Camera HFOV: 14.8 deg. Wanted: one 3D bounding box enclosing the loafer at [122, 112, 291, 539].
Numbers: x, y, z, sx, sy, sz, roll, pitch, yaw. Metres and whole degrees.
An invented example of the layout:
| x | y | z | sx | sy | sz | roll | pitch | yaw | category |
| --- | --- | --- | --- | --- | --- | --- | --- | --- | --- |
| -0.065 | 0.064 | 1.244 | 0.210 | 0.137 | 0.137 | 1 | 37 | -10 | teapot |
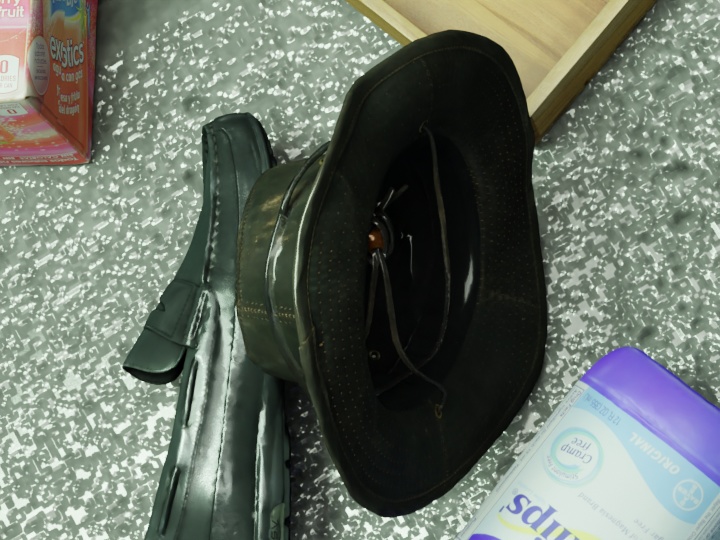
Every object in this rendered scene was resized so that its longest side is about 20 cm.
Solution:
| x | y | z | sx | sy | sz | roll | pitch | yaw | category |
| --- | --- | --- | --- | --- | --- | --- | --- | --- | --- |
| -0.063 | 0.033 | 1.144 | 0.070 | 0.068 | 0.202 | 1 | 79 | -3 | loafer |

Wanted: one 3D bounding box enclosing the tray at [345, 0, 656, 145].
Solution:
| x | y | z | sx | sy | sz | roll | pitch | yaw | category |
| --- | --- | --- | --- | --- | --- | --- | --- | --- | --- |
| 0.028 | -0.152 | 1.191 | 0.200 | 0.037 | 0.099 | 40 | 87 | 17 | tray |

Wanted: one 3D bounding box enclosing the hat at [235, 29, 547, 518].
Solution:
| x | y | z | sx | sy | sz | roll | pitch | yaw | category |
| --- | --- | --- | --- | --- | --- | --- | --- | --- | --- |
| 0.000 | 0.000 | 1.089 | 0.081 | 0.200 | 0.202 | 3 | 76 | 30 | hat |

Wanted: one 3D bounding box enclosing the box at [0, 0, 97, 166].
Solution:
| x | y | z | sx | sy | sz | roll | pitch | yaw | category |
| --- | --- | --- | --- | --- | --- | --- | --- | --- | --- |
| -0.221 | -0.104 | 1.201 | 0.199 | 0.095 | 0.103 | -2 | 76 | 11 | box |

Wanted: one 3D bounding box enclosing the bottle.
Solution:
| x | y | z | sx | sy | sz | roll | pitch | yaw | category |
| --- | --- | --- | --- | --- | --- | --- | --- | --- | --- |
| 0.072 | 0.128 | 1.094 | 0.083 | 0.065 | 0.200 | 38 | 86 | 19 | bottle |
